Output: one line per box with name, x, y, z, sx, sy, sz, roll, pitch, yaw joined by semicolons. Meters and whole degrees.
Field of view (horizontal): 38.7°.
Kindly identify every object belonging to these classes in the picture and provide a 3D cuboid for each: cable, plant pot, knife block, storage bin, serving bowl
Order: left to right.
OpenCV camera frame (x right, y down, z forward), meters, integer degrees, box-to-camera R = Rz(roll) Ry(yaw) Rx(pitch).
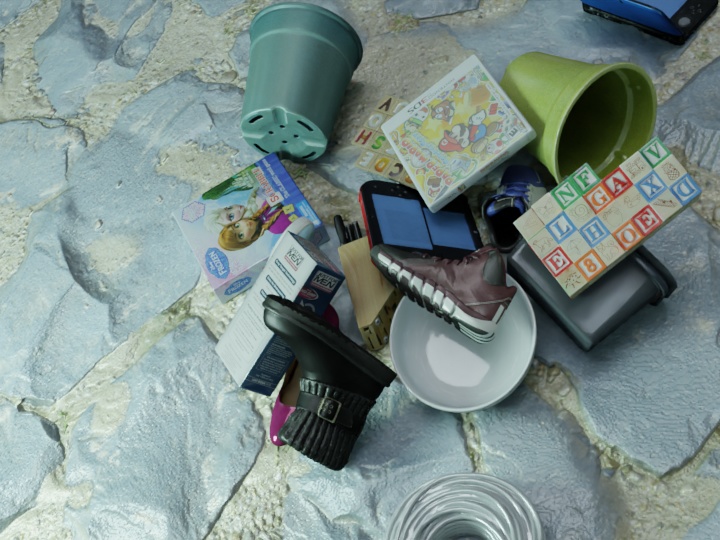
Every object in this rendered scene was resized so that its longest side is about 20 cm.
plant pot;-0.110;-0.300;1.697;0.197;0.201;0.199;1;61;20
knife block;0.000;0.000;1.499;0.174;0.064;0.201;19;62;31
cable;0.120;0.337;1.194;0.197;0.070;0.202;-11;50;10
serving bowl;0.140;0.095;1.360;0.197;0.066;0.203;-7;68;17
plant pot;0.297;-0.231;1.499;0.200;0.202;0.184;-38;42;-12
storage bin;0.289;0.003;1.345;0.134;0.146;0.200;-42;76;-3

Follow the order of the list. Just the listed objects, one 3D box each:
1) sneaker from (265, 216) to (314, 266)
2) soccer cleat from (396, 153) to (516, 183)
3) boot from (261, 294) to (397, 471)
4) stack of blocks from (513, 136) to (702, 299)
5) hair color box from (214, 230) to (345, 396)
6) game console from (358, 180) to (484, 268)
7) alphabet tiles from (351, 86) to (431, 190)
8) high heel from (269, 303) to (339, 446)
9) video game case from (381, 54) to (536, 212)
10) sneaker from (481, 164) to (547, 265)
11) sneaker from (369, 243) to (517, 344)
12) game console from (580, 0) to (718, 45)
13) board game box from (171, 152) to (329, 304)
sneaker;-0.103;0.021;1.512;0.081;0.074;0.202;24;80;15
soccer cleat;0.143;-0.162;1.544;0.197;0.069;0.079;-1;76;28
boot;-0.071;0.146;1.316;0.210;0.079;0.159;35;91;-8
stack of blocks;0.300;-0.073;1.255;0.199;0.059;0.116;-39;77;9
hair color box;-0.112;0.060;1.405;0.201;0.060;0.100;-57;41;11
game console;0.090;-0.059;1.468;0.174;0.031;0.201;4;39;-12
alphabet tiles;0.081;-0.208;1.560;0.199;0.008;0.168;25;75;40
high heel;-0.085;0.136;1.402;0.066;0.097;0.202;8;56;24
video game case;0.138;-0.203;1.495;0.181;0.023;0.201;-36;47;10
sneaker;0.222;-0.084;1.451;0.079;0.116;0.202;0;54;18
sneaker;0.117;-0.002;1.336;0.199;0.076;0.116;35;79;16
game console;0.450;-0.453;1.654;0.199;0.119;0.171;32;69;35
board game box;-0.178;-0.072;1.631;0.198;0.041;0.201;-32;50;-6
